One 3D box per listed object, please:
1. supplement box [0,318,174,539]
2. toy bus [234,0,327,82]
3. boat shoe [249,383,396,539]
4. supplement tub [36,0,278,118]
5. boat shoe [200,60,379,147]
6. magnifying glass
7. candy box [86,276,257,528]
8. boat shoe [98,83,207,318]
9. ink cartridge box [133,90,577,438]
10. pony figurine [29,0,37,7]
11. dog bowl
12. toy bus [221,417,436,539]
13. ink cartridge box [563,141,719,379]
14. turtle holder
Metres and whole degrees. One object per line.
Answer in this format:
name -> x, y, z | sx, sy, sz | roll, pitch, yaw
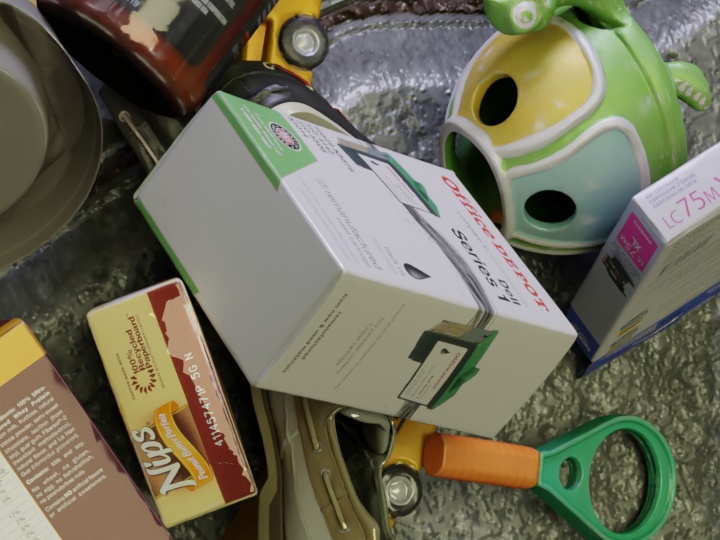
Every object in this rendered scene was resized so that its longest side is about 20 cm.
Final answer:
supplement box -> -0.185, 0.143, 1.297 | 0.133, 0.197, 0.201 | -35, 98, -14
toy bus -> -0.058, -0.197, 1.454 | 0.078, 0.065, 0.201 | 10, 81, -20
boat shoe -> -0.015, 0.087, 1.360 | 0.075, 0.068, 0.201 | 38, 39, -50
supplement tub -> -0.077, -0.187, 1.351 | 0.107, 0.107, 0.200 | 40, 78, -13
boat shoe -> -0.020, -0.054, 1.426 | 0.074, 0.063, 0.201 | -43, 143, 4
magnifying glass -> 0.116, 0.119, 1.488 | 0.199, 0.022, 0.080 | 11, 82, -39
candy box -> -0.100, 0.065, 1.342 | 0.055, 0.200, 0.116 | -19, 92, -3
boat shoe -> -0.092, -0.025, 1.433 | 0.057, 0.067, 0.201 | -19, 97, 0
ink cartridge box -> 0.000, 0.000, 1.328 | 0.199, 0.146, 0.084 | 14, 122, -48
pony figurine -> -0.190, -0.227, 1.370 | 0.193, 0.166, 0.201 | 23, 90, -44
dog bowl -> -0.237, -0.076, 1.320 | 0.199, 0.201, 0.059 | 2, 46, -22
toy bus -> -0.026, 0.147, 1.437 | 0.078, 0.065, 0.201 | 34, 73, -15
ink cartridge box -> 0.187, -0.013, 1.482 | 0.119, 0.200, 0.042 | -31, 72, -22
turtle holder -> 0.120, -0.089, 1.462 | 0.131, 0.186, 0.141 | -28, 71, -21
